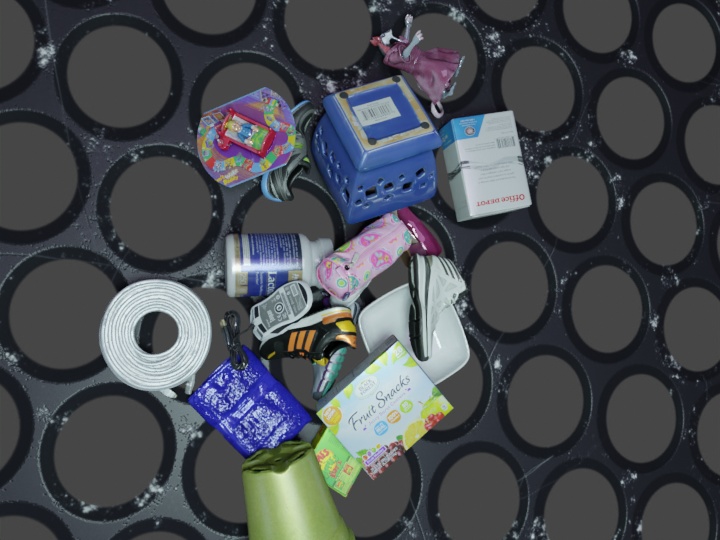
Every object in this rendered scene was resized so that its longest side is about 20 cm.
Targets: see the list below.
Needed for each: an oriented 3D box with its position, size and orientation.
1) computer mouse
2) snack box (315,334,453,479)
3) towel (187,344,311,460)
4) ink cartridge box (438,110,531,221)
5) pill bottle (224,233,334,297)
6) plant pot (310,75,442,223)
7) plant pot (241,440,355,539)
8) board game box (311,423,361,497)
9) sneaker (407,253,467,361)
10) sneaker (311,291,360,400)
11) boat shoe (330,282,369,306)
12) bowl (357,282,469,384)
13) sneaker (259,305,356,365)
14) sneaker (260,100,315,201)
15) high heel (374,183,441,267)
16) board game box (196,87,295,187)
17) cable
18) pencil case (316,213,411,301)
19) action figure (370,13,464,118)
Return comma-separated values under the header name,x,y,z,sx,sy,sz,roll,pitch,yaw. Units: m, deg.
name,x,y,z,sx,sy,sz,roll,pitch,yaw
computer mouse,-0.163,0.090,1.129,0.198,0.044,0.111,-29,66,14
snack box,0.042,0.250,1.153,0.199,0.068,0.169,-40,98,-2
towel,-0.204,0.259,1.166,0.148,0.049,0.200,-44,97,-13
ink cartridge box,0.259,-0.217,1.305,0.144,0.086,0.204,-11,90,-15
pill bottle,-0.152,-0.012,1.166,0.196,0.116,0.118,-2,86,-14
plant pot,0.031,-0.236,1.166,0.197,0.181,0.202,-19,65,-16
plant pot,-0.125,0.410,1.089,0.197,0.200,0.188,-15,95,-15
board game box,-0.023,0.317,1.210,0.101,0.048,0.202,33,78,-10
sneaker,0.153,0.070,1.187,0.113,0.076,0.205,2,82,-13
sneaker,-0.071,0.146,1.212,0.086,0.075,0.203,19,78,11
boat shoe,0.000,0.000,1.219,0.071,0.069,0.201,28,50,-1
bowl,0.099,0.131,1.243,0.197,0.075,0.203,-25,92,-14
sneaker,-0.098,0.140,1.148,0.197,0.070,0.091,-25,64,14
sneaker,-0.125,-0.227,1.205,0.081,0.071,0.203,18,86,12
high heel,0.096,-0.109,1.278,0.095,0.067,0.203,-20,91,-36
board game box,-0.220,-0.254,1.166,0.197,0.039,0.161,-20,81,7
cable,-0.368,0.114,1.123,0.197,0.069,0.203,21,81,-12
pencil case,0.010,-0.027,1.142,0.199,0.087,0.088,-36,96,-38
action figure,0.110,-0.433,1.295,0.197,0.135,0.151,20,124,0
